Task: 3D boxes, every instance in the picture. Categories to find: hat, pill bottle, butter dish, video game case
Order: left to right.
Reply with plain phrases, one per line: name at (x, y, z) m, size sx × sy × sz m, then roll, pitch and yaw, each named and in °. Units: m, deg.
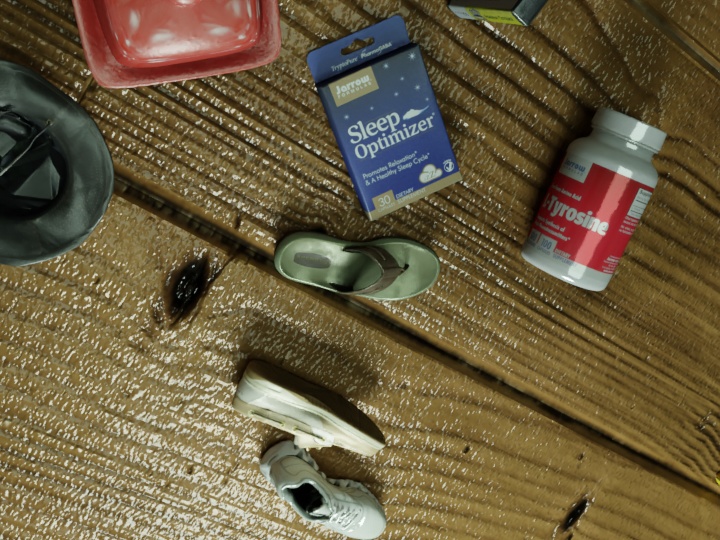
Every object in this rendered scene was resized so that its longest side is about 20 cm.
hat at (-0.345, -0.106, 0.831) m, size 0.200 × 0.081 × 0.201 m, roll -3°, pitch 102°, yaw -13°
butter dish at (-0.170, -0.271, 0.783) m, size 0.200 × 0.148 × 0.200 m, roll -12°, pitch 113°, yaw -12°
video game case at (0.184, -0.337, 0.845) m, size 0.025 × 0.181 × 0.200 m, roll 35°, pitch 97°, yaw -22°
pill bottle at (0.281, -0.086, 1.005) m, size 0.112 × 0.112 × 0.200 m, roll 17°, pitch 103°, yaw -22°

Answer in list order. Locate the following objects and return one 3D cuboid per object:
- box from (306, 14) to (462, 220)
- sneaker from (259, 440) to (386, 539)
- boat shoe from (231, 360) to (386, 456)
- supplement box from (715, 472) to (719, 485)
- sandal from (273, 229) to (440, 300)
box at (0.028, -0.169, 0.944) m, size 0.121 × 0.032 × 0.200 m, roll -25°, pitch 114°, yaw -6°
sneaker at (-0.041, 0.297, 1.069) m, size 0.200 × 0.081 × 0.075 m, roll 37°, pitch 94°, yaw -26°
boat shoe at (-0.064, 0.181, 1.027) m, size 0.200 × 0.074 × 0.069 m, roll 30°, pitch 101°, yaw -14°
supplement box at (0.664, 0.322, 1.270) m, size 0.200 × 0.110 × 0.109 m, roll -33°, pitch 115°, yaw -2°
sandal at (-0.001, 0.001, 0.983) m, size 0.201 × 0.057 × 0.080 m, roll 4°, pitch 108°, yaw -18°
